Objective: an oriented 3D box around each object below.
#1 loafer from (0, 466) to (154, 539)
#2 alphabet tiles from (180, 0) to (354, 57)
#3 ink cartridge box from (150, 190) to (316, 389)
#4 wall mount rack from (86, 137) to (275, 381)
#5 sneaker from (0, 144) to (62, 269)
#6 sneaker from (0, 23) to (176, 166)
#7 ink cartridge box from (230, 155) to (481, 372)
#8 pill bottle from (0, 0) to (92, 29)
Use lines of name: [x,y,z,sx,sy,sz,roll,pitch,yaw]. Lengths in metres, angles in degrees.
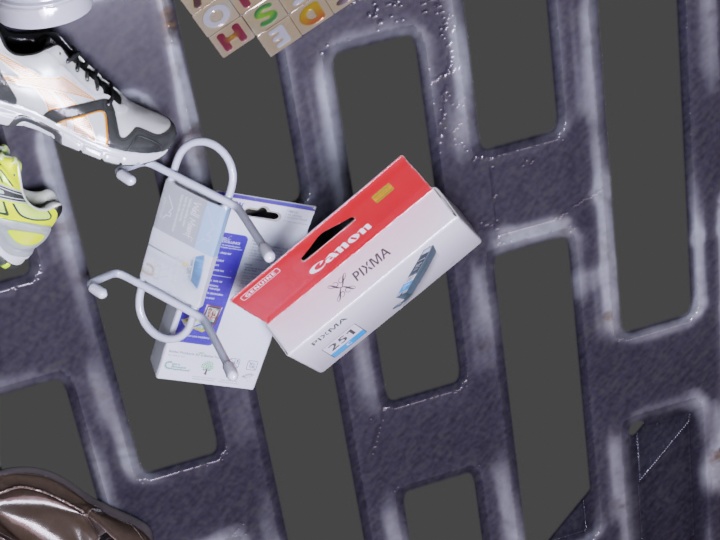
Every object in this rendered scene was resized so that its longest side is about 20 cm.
loafer: [-0.276,0.246,1.687,0.200,0.071,0.073,24,109,-29]
alphabet tiles: [-0.050,-0.256,1.465,0.200,0.008,0.167,-34,148,2]
ink cartridge box: [-0.117,0.013,1.623,0.099,0.039,0.200,10,117,-23]
wall mount rack: [-0.145,-0.005,1.534,0.075,0.174,0.200,-28,141,-58]
sneaker: [-0.329,-0.086,1.480,0.076,0.075,0.200,-43,134,0]
sneaker: [-0.238,-0.146,1.467,0.200,0.074,0.080,17,111,-27]
ink cartridge box: [0.000,0.000,1.600,0.200,0.045,0.176,-40,157,6]
pill bottle: [-0.255,-0.290,1.352,0.112,0.112,0.200,-12,123,-12]
